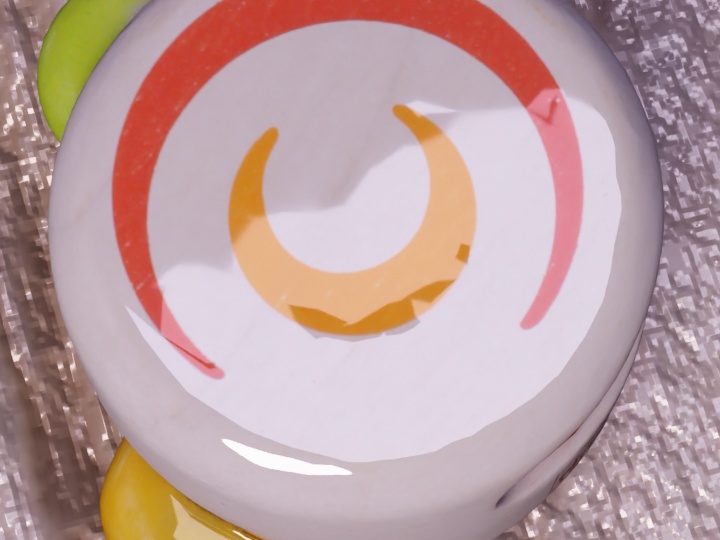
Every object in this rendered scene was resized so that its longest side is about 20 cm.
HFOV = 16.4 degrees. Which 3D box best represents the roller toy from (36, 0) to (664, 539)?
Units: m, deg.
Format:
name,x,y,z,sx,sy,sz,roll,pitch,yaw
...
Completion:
name,x,y,z,sx,sy,sz,roll,pitch,yaw
roller toy,0.000,0.000,0.776,0.181,0.140,0.201,-8,74,-1
